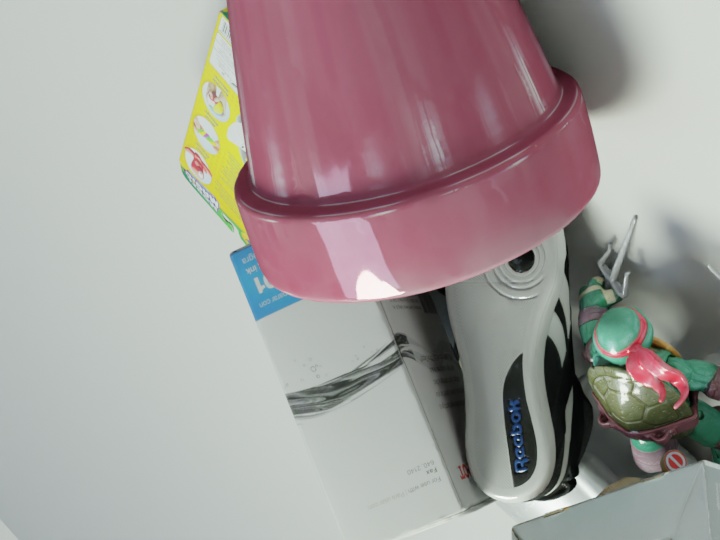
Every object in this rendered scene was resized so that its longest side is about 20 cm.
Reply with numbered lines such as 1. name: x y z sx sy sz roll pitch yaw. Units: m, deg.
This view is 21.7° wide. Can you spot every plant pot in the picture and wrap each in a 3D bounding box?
1. plant pot: 0.013 -0.107 1.001 0.200 0.200 0.180 12 127 51

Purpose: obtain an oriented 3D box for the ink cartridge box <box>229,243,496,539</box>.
1. ink cartridge box: 0.010 0.066 1.180 0.201 0.085 0.146 69 -166 7

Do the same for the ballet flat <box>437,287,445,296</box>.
1. ballet flat: 0.048 -0.048 1.179 0.068 0.068 0.200 32 166 50

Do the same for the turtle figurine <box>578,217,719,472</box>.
1. turtle figurine: 0.179 0.057 1.113 0.149 0.101 0.200 28 160 39

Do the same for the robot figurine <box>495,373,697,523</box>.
1. robot figurine: 0.166 0.149 1.265 0.200 0.113 0.170 41 -176 6

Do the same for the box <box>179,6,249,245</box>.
1. box: -0.061 -0.083 1.265 0.117 0.048 0.200 49 148 14

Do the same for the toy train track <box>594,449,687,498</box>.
1. toy train track: 0.236 0.134 1.113 0.199 0.033 0.115 7 154 -11

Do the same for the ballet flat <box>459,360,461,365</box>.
1. ballet flat: 0.103 0.114 1.369 0.200 0.072 0.072 39 157 9

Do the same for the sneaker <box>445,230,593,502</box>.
1. sneaker: 0.103 0.044 1.172 0.073 0.201 0.112 -1 173 22

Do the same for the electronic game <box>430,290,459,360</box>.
1. electronic game: 0.000 0.000 1.338 0.200 0.042 0.201 35 142 34

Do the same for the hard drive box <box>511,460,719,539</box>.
1. hard drive box: 0.211 0.185 1.090 0.199 0.077 0.156 19 149 -35
